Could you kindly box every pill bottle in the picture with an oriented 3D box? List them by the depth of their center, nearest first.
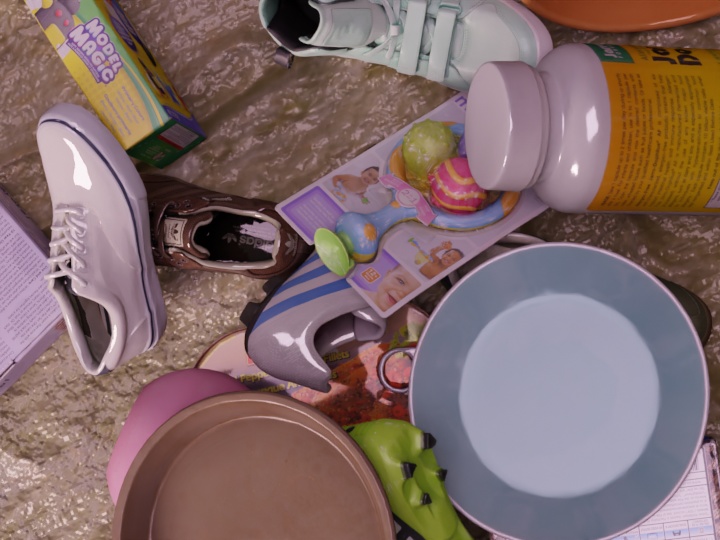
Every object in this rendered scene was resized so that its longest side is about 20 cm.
[{"bbox_3d":[0.175,-0.094,1.461,0.198,0.113,0.114,0,86,-18],"label":"pill bottle"}]

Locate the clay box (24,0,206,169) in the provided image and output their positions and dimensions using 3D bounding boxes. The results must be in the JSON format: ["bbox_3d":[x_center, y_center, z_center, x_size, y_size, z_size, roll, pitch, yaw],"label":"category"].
[{"bbox_3d":[-0.191,-0.171,1.562,0.047,0.115,0.201,-33,83,5],"label":"clay box"}]

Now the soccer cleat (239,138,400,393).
[{"bbox_3d":[0.000,0.000,1.520,0.086,0.070,0.201,28,68,21],"label":"soccer cleat"}]

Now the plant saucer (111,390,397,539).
[{"bbox_3d":[-0.065,0.176,1.390,0.198,0.029,0.202,0,89,22],"label":"plant saucer"}]

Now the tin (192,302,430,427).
[{"bbox_3d":[-0.027,0.084,1.560,0.198,0.042,0.113,-13,89,9],"label":"tin"}]

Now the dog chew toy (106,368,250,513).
[{"bbox_3d":[-0.069,0.149,1.490,0.199,0.125,0.125,24,91,1],"label":"dog chew toy"}]

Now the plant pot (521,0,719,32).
[{"bbox_3d":[0.192,-0.268,1.474,0.198,0.200,0.141,-10,69,9],"label":"plant pot"}]

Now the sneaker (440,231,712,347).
[{"bbox_3d":[0.143,0.019,1.507,0.198,0.090,0.068,16,89,10],"label":"sneaker"}]

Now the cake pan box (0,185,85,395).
[{"bbox_3d":[-0.322,0.021,1.607,0.200,0.052,0.184,-45,79,4],"label":"cake pan box"}]

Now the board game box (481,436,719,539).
[{"bbox_3d":[0.176,0.222,1.487,0.158,0.097,0.202,-8,86,9],"label":"board game box"}]

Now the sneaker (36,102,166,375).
[{"bbox_3d":[-0.185,-0.016,1.515,0.073,0.071,0.201,6,125,34],"label":"sneaker"}]

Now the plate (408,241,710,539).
[{"bbox_3d":[0.130,0.082,1.445,0.198,0.026,0.202,-1,82,9],"label":"plate"}]

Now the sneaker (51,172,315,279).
[{"bbox_3d":[-0.131,-0.035,1.564,0.198,0.076,0.071,5,88,9],"label":"sneaker"}]

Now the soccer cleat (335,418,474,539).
[{"bbox_3d":[0.034,0.183,1.433,0.081,0.068,0.201,-2,119,37],"label":"soccer cleat"}]

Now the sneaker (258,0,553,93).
[{"bbox_3d":[0.025,-0.157,1.500,0.199,0.118,0.074,19,114,27],"label":"sneaker"}]

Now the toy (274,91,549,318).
[{"bbox_3d":[0.053,-0.063,1.488,0.199,0.047,0.115,-35,64,-24],"label":"toy"}]
